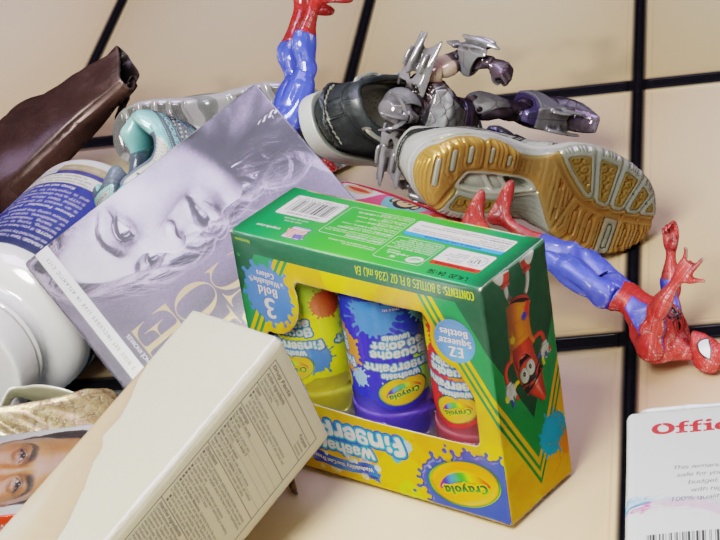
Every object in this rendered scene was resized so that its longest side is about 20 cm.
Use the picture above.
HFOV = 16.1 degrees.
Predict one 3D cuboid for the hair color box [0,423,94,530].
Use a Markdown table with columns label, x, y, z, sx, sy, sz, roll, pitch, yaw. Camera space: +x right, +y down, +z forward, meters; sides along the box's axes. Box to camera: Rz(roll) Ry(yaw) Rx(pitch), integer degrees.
| label | x | y | z | sx | sy | sz | roll | pitch | yaw |
| --- | --- | --- | --- | --- | --- | --- | --- | --- | --- |
| hair color box | -0.248 | 0.156 | 1.603 | 0.198 | 0.062 | 0.102 | -7 | 28 | 5 |

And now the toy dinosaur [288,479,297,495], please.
| label | x | y | z | sx | sy | sz | roll | pitch | yaw |
| --- | --- | --- | --- | --- | --- | --- | --- | --- | --- |
| toy dinosaur | -0.100 | 0.116 | 1.626 | 0.105 | 0.061 | 0.200 | -14 | 28 | -2 |

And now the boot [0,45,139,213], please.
| label | x | y | z | sx | sy | sz | roll | pitch | yaw |
| --- | --- | --- | --- | --- | --- | --- | --- | --- | --- |
| boot | -0.253 | -0.101 | 2.004 | 0.166 | 0.072 | 0.200 | -38 | 17 | 13 |

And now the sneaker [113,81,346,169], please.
| label | x | y | z | sx | sy | sz | roll | pitch | yaw |
| --- | --- | --- | --- | --- | --- | --- | --- | --- | --- |
| sneaker | -0.095 | -0.117 | 2.036 | 0.198 | 0.075 | 0.082 | 3 | 7 | 4 |

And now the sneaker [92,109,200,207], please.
| label | x | y | z | sx | sy | sz | roll | pitch | yaw |
| --- | --- | --- | --- | --- | --- | --- | --- | --- | --- |
| sneaker | -0.153 | -0.024 | 1.758 | 0.077 | 0.086 | 0.201 | -34 | 36 | 44 |

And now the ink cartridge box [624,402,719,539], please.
| label | x | y | z | sx | sy | sz | roll | pitch | yaw |
| --- | --- | --- | --- | --- | --- | --- | --- | --- | --- |
| ink cartridge box | 0.222 | 0.159 | 1.408 | 0.145 | 0.083 | 0.200 | -6 | 28 | 10 |

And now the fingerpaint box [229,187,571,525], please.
| label | x | y | z | sx | sy | sz | roll | pitch | yaw |
| --- | --- | --- | --- | --- | --- | --- | --- | --- | --- |
| fingerpaint box | 0.024 | 0.052 | 1.586 | 0.199 | 0.168 | 0.073 | 14 | 35 | 37 |

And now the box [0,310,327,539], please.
| label | x | y | z | sx | sy | sz | roll | pitch | yaw |
| --- | --- | --- | --- | --- | --- | --- | --- | --- | --- |
| box | -0.117 | 0.130 | 1.515 | 0.077 | 0.095 | 0.200 | 16 | 54 | 39 |

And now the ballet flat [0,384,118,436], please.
| label | x | y | z | sx | sy | sz | roll | pitch | yaw |
| --- | --- | --- | --- | --- | --- | --- | --- | --- | --- |
| ballet flat | -0.247 | 0.109 | 1.676 | 0.198 | 0.071 | 0.066 | -1 | 51 | 0 |

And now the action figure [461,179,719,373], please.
| label | x | y | z | sx | sy | sz | roll | pitch | yaw |
| --- | --- | --- | --- | --- | --- | --- | --- | --- | --- |
| action figure | 0.170 | -0.012 | 1.681 | 0.200 | 0.099 | 0.065 | 38 | 30 | 20 |

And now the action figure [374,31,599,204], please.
| label | x | y | z | sx | sy | sz | roll | pitch | yaw |
| --- | --- | --- | --- | --- | --- | --- | --- | --- | --- |
| action figure | 0.082 | -0.109 | 1.865 | 0.199 | 0.131 | 0.069 | 4 | 29 | -47 |

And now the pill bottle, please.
| label | x | y | z | sx | sy | sz | roll | pitch | yaw |
| --- | --- | --- | --- | --- | --- | --- | --- | --- | --- |
| pill bottle | -0.228 | 0.018 | 1.787 | 0.119 | 0.120 | 0.200 | 4 | 31 | 26 |

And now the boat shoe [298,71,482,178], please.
| label | x | y | z | sx | sy | sz | roll | pitch | yaw |
| --- | --- | --- | --- | --- | --- | --- | --- | --- | --- |
| boat shoe | 0.039 | -0.110 | 1.914 | 0.060 | 0.076 | 0.199 | -21 | -9 | 37 |

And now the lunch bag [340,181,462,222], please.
| label | x | y | z | sx | sy | sz | roll | pitch | yaw |
| --- | --- | --- | --- | --- | --- | --- | --- | --- | --- |
| lunch bag | 0.000 | 0.000 | 1.780 | 0.176 | 0.082 | 0.199 | -28 | 32 | -30 |

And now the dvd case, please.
| label | x | y | z | sx | sy | sz | roll | pitch | yaw |
| --- | --- | --- | --- | --- | --- | --- | --- | --- | --- |
| dvd case | -0.104 | -0.013 | 1.695 | 0.200 | 0.016 | 0.149 | -38 | 68 | -6 |

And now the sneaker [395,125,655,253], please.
| label | x | y | z | sx | sy | sz | roll | pitch | yaw |
| --- | --- | --- | --- | --- | --- | --- | --- | --- | --- |
| sneaker | 0.117 | -0.069 | 1.807 | 0.199 | 0.076 | 0.088 | 15 | 11 | -26 |

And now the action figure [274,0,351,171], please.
| label | x | y | z | sx | sy | sz | roll | pitch | yaw |
| --- | --- | --- | --- | --- | --- | --- | --- | --- | --- |
| action figure | -0.032 | -0.110 | 1.949 | 0.098 | 0.201 | 0.065 | 24 | -16 | -15 |
